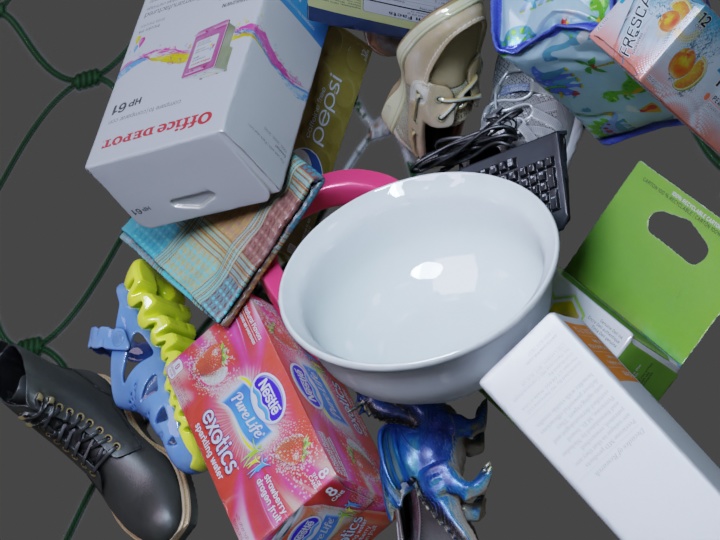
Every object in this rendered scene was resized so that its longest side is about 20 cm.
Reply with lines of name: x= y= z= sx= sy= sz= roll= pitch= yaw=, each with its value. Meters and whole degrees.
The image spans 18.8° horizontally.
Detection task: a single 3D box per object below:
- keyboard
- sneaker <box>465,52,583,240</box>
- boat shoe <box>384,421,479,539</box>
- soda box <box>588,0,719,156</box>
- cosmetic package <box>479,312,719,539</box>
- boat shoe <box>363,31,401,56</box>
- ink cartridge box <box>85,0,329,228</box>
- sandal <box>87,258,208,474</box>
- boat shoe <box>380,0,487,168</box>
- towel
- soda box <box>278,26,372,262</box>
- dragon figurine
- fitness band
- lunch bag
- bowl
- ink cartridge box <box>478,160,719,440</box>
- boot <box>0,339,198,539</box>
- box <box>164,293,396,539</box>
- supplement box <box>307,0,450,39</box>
keyboard: x=0.066 y=-0.055 z=1.599 sx=0.200 sy=0.040 sz=0.105 roll=-21 pitch=62 yaw=39
sneaker: x=0.120 y=-0.099 z=1.652 sx=0.074 sy=0.082 sz=0.201 roll=-13 pitch=61 yaw=35
boat shoe: x=0.050 y=0.187 z=1.588 sx=0.067 sy=0.057 sz=0.201 roll=-27 pitch=54 yaw=27
soda box: x=0.242 y=-0.127 z=1.483 sx=0.068 sy=0.200 sz=0.064 roll=-48 pitch=47 yaw=8
cosmetic package: x=0.177 y=0.124 z=1.427 sx=0.071 sy=0.101 sz=0.200 roll=-44 pitch=77 yaw=9
boat shoe: x=0.025 y=-0.260 z=1.823 sx=0.072 sy=0.076 sz=0.201 roll=-18 pitch=50 yaw=37
ink cartridge box: x=-0.120 y=-0.145 z=1.748 sx=0.144 sy=0.085 sz=0.201 roll=-13 pitch=48 yaw=33
sandal: x=-0.168 y=0.091 z=1.799 sx=0.087 sy=0.079 sz=0.200 roll=-38 pitch=51 yaw=18
boat shoe: x=0.066 y=-0.143 z=1.667 sx=0.072 sy=0.200 sz=0.065 roll=-27 pitch=74 yaw=-22
towel: x=-0.116 y=-0.051 z=1.759 sx=0.147 sy=0.022 sz=0.200 roll=-57 pitch=36 yaw=3
soda box: x=-0.061 y=-0.111 z=1.819 sx=0.064 sy=0.068 sz=0.201 roll=6 pitch=73 yaw=42
dragon figurine: x=0.042 y=0.141 z=1.544 sx=0.099 sy=0.059 sz=0.201 roll=0 pitch=57 yaw=-2
fitness band: x=0.000 y=0.000 z=1.700 sx=0.143 sy=0.038 sz=0.200 roll=-28 pitch=49 yaw=-10
lunch bag: x=0.180 y=-0.220 z=1.602 sx=0.127 sy=0.170 sz=0.201 roll=-10 pitch=63 yaw=32
bowl: x=0.050 y=0.028 z=1.515 sx=0.200 sy=0.091 sz=0.202 roll=-12 pitch=38 yaw=10
ink cartridge box: x=0.168 y=0.021 z=1.558 sx=0.200 sy=0.076 sz=0.148 roll=-55 pitch=46 yaw=7
boot: x=-0.226 y=0.145 z=1.783 sx=0.078 sy=0.138 sz=0.200 roll=-51 pitch=47 yaw=8
box: x=-0.060 y=0.129 z=1.681 sx=0.100 sy=0.095 sz=0.200 roll=-41 pitch=49 yaw=16
supplement box: x=0.047 y=-0.313 z=1.683 sx=0.134 sy=0.200 sz=0.201 roll=13 pitch=59 yaw=5
